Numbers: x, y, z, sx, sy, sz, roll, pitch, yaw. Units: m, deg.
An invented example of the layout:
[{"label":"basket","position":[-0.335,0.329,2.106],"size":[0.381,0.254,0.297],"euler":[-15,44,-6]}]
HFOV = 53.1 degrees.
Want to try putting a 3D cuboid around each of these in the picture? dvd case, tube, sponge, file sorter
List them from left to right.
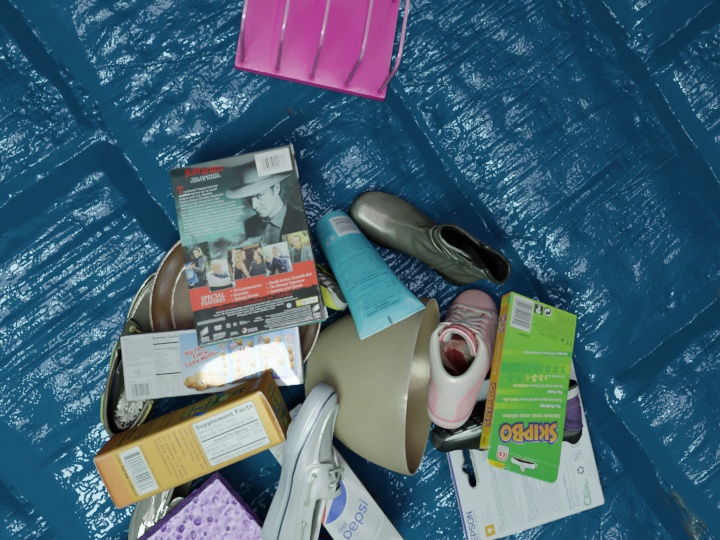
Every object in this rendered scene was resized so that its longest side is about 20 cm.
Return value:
[{"label":"sponge","position":[-0.200,0.332,0.798],"size":[0.199,0.030,0.112],"euler":[-39,100,-9]},{"label":"dvd case","position":[-0.125,-0.029,0.797],"size":[0.144,0.022,0.203],"euler":[-12,82,-2]},{"label":"file sorter","position":[-0.044,-0.313,0.881],"size":[0.197,0.125,0.141],"euler":[10,84,-10]},{"label":"tube","position":[0.000,0.000,0.838],"size":[0.077,0.201,0.051],"euler":[-29,130,-2]}]

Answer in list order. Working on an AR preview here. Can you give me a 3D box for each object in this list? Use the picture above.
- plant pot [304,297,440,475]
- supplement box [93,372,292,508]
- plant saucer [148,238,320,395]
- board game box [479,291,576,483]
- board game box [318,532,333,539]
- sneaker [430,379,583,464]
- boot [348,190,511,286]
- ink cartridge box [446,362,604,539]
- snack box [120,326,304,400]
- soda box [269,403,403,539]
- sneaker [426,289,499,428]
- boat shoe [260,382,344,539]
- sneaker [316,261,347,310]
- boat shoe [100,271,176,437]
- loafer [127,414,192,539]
[{"label":"plant pot","position":[0.012,0.125,0.846],"size":[0.132,0.200,0.203],"euler":[6,85,16]},{"label":"supplement box","position":[-0.176,0.181,0.772],"size":[0.198,0.067,0.070],"euler":[-21,99,4]},{"label":"plant saucer","position":[-0.141,0.043,0.832],"size":[0.197,0.034,0.204],"euler":[0,92,2]},{"label":"board game box","position":[0.196,0.134,0.835],"size":[0.094,0.030,0.203],"euler":[19,67,-16]},{"label":"board game box","position":[-0.072,0.421,0.864],"size":[0.193,0.056,0.203],"euler":[10,85,-9]},{"label":"sneaker","position":[0.185,0.202,0.875],"size":[0.197,0.076,0.089],"euler":[-15,96,-12]},{"label":"boot","position":[0.086,-0.046,0.885],"size":[0.198,0.131,0.068],"euler":[30,81,-7]},{"label":"ink cartridge box","position":[0.201,0.229,0.933],"size":[0.197,0.043,0.199],"euler":[-13,90,-11]},{"label":"snack box","position":[-0.164,0.099,0.803],"size":[0.197,0.024,0.073],"euler":[-5,91,-1]},{"label":"soda box","position":[-0.032,0.256,0.843],"size":[0.063,0.068,0.201],"euler":[-37,73,-10]},{"label":"sneaker","position":[0.128,0.078,0.860],"size":[0.074,0.105,0.201],"euler":[12,49,14]},{"label":"boat shoe","position":[-0.047,0.217,0.772],"size":[0.066,0.073,0.202],"euler":[23,112,15]},{"label":"sneaker","position":[-0.107,0.006,0.883],"size":[0.198,0.075,0.077],"euler":[26,92,1]},{"label":"boat shoe","position":[-0.254,0.099,0.848],"size":[0.071,0.060,0.205],"euler":[15,84,-8]},{"label":"loafer","position":[-0.221,0.271,0.836],"size":[0.069,0.070,0.203],"euler":[6,85,10]}]
